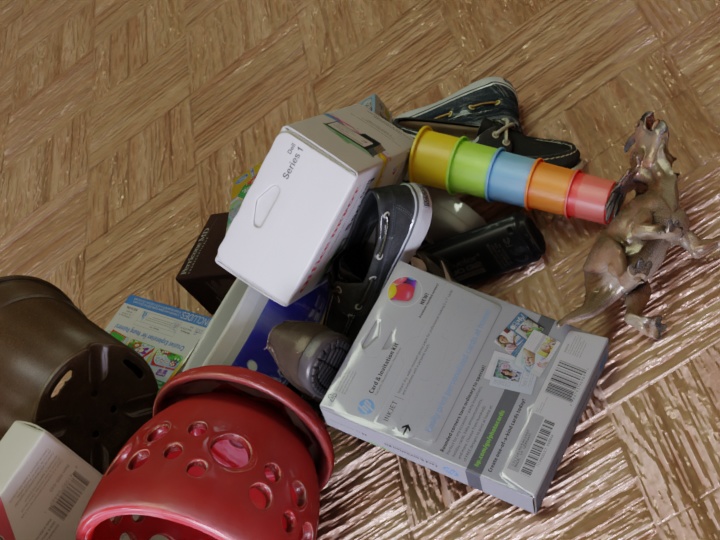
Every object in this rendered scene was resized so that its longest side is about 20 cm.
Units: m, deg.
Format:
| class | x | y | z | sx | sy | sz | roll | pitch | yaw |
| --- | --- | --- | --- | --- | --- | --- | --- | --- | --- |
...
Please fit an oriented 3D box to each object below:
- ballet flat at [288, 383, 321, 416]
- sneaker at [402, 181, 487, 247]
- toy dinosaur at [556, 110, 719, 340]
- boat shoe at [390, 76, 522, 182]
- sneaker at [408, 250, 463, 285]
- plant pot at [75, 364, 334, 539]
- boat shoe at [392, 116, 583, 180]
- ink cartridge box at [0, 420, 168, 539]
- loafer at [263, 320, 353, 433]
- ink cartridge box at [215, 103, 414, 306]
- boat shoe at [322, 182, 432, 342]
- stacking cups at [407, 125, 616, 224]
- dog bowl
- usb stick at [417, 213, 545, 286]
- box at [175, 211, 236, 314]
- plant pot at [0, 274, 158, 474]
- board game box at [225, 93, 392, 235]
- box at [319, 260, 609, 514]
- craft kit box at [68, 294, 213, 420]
| class | x | y | z | sx | sy | sz | roll | pitch | yaw |
| --- | --- | --- | --- | --- | --- | --- | --- | --- | --- |
| ballet flat | -0.034 | 0.099 | 1.375 | 0.199 | 0.046 | 0.068 | -39 | 32 | 7 |
| sneaker | 0.044 | -0.028 | 1.419 | 0.116 | 0.074 | 0.200 | -55 | 26 | -10 |
| toy dinosaur | 0.231 | -0.024 | 1.196 | 0.200 | 0.086 | 0.135 | -50 | 33 | -2 |
| boat shoe | 0.080 | -0.130 | 1.482 | 0.199 | 0.071 | 0.091 | -29 | 31 | 18 |
| sneaker | 0.082 | 0.060 | 1.273 | 0.067 | 0.090 | 0.201 | -51 | 47 | 41 |
| plant pot | -0.126 | 0.202 | 1.231 | 0.199 | 0.201 | 0.183 | -17 | 32 | 34 |
| boat shoe | 0.123 | -0.123 | 1.387 | 0.198 | 0.061 | 0.074 | 5 | 23 | 26 |
| ink cartridge box | -0.283 | 0.260 | 1.323 | 0.084 | 0.200 | 0.146 | 6 | 56 | 56 |
| loafer | -0.031 | 0.086 | 1.257 | 0.071 | 0.200 | 0.073 | 31 | 77 | 23 |
| ink cartridge box | -0.035 | -0.065 | 1.299 | 0.146 | 0.084 | 0.200 | -61 | -10 | 20 |
| boat shoe | 0.000 | 0.000 | 1.269 | 0.069 | 0.056 | 0.201 | 60 | 136 | 41 |
| stacking cups | 0.146 | -0.090 | 1.313 | 0.198 | 0.061 | 0.061 | 13 | 58 | 21 |
| dog bowl | -0.110 | 0.074 | 1.380 | 0.201 | 0.078 | 0.200 | -56 | 9 | 14 |
| usb stick | 0.085 | -0.005 | 1.354 | 0.199 | 0.056 | 0.033 | -20 | 28 | 32 |
| box | -0.104 | -0.015 | 1.555 | 0.199 | 0.075 | 0.101 | -8 | 46 | 44 |
| plant pot | -0.327 | 0.126 | 1.468 | 0.197 | 0.201 | 0.201 | 19 | 67 | 46 |
| board game box | -0.056 | -0.093 | 1.489 | 0.199 | 0.034 | 0.135 | -29 | 34 | 23 |
| box | 0.088 | 0.094 | 1.170 | 0.198 | 0.041 | 0.157 | 20 | 64 | 20 |
| craft kit box | -0.260 | 0.130 | 1.589 | 0.199 | 0.049 | 0.198 | 12 | 60 | 52 |
